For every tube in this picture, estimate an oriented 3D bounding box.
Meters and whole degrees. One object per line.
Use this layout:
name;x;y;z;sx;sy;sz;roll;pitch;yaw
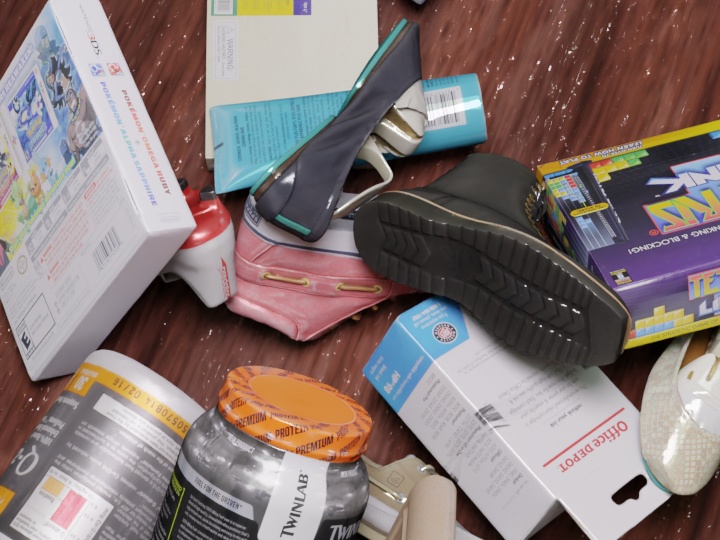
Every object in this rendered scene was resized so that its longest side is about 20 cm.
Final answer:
tube;-0.010;-0.102;1.189;0.198;0.051;0.078;-8;52;0

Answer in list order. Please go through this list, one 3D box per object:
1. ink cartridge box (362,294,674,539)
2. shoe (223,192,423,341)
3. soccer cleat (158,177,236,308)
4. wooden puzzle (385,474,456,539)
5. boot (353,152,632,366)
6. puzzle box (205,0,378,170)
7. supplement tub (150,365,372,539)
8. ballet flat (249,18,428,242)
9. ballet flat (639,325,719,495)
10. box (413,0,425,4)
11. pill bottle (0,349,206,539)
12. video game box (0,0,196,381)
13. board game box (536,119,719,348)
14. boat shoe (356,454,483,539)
ink cartridge box;0.111;0.102;1.101;0.115;0.067;0.200;-26;68;-42
shoe;0.000;0.000;1.167;0.199;0.091;0.072;9;34;-24
soccer cleat;-0.146;-0.038;1.158;0.068;0.086;0.200;-28;34;-23
wooden puzzle;0.006;0.246;0.975;0.037;0.201;0.186;24;30;-10
boot;0.114;-0.022;1.091;0.199;0.078;0.138;30;38;25
puzzle box;-0.051;-0.172;1.251;0.132;0.025;0.202;-1;69;0
supplement tub;-0.069;0.170;1.027;0.122;0.123;0.201;21;104;8
ballet flat;0.002;-0.090;1.119;0.073;0.073;0.200;31;54;11
ballet flat;0.237;0.061;1.106;0.067;0.062;0.201;31;48;-5
box;0.043;-0.339;1.258;0.184;0.105;0.200;38;63;13
pill bottle;-0.184;0.162;1.076;0.116;0.117;0.201;31;72;11
video game box;-0.202;-0.052;1.121;0.047;0.200;0.183;-11;67;-41
board game box;0.240;-0.035;1.141;0.198;0.057;0.166;-15;34;-6
boat shoe;0.026;0.157;1.100;0.199;0.075;0.069;22;76;9
